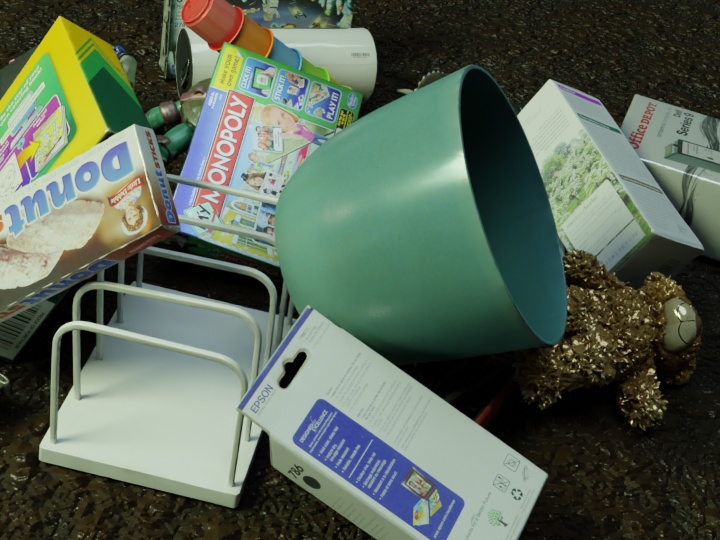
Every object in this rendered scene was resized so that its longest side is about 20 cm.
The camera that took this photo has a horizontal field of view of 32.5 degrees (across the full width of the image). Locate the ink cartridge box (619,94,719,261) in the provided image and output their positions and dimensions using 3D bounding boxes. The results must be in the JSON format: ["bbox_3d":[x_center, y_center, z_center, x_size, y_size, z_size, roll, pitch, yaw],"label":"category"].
[{"bbox_3d":[0.340,-0.084,1.211,0.200,0.084,0.146,19,35,12],"label":"ink cartridge box"}]

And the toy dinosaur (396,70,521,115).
[{"bbox_3d":[0.125,-0.154,1.257,0.200,0.077,0.102,13,42,8],"label":"toy dinosaur"}]

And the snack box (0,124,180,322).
[{"bbox_3d":[-0.208,-0.022,0.818,0.024,0.200,0.072,10,60,-60],"label":"snack box"}]

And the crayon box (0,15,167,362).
[{"bbox_3d":[-0.242,-0.063,0.923,0.058,0.200,0.173,27,21,-39],"label":"crayon box"}]

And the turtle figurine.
[{"bbox_3d":[-0.140,-0.123,1.128,0.149,0.101,0.200,17,41,8],"label":"turtle figurine"}]

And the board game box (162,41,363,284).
[{"bbox_3d":[-0.082,-0.091,1.059,0.134,0.029,0.200,19,59,-12],"label":"board game box"}]

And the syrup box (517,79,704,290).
[{"bbox_3d":[0.212,-0.073,1.111,0.081,0.079,0.200,13,40,-41],"label":"syrup box"}]

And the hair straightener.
[{"bbox_3d":[0.076,0.084,0.932,0.077,0.041,0.200,34,40,14],"label":"hair straightener"}]

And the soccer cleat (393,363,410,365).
[{"bbox_3d":[0.000,0.000,1.017,0.081,0.068,0.200,-3,40,-16],"label":"soccer cleat"}]

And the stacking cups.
[{"bbox_3d":[-0.084,-0.202,1.180,0.200,0.061,0.061,36,13,-44],"label":"stacking cups"}]

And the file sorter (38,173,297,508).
[{"bbox_3d":[-0.124,0.041,0.874,0.139,0.125,0.200,13,36,3],"label":"file sorter"}]

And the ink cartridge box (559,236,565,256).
[{"bbox_3d":[0.092,-0.053,1.069,0.200,0.041,0.200,33,33,-14],"label":"ink cartridge box"}]

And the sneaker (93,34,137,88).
[{"bbox_3d":[-0.253,-0.146,1.105,0.080,0.115,0.200,14,35,5],"label":"sneaker"}]

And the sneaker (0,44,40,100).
[{"bbox_3d":[-0.350,-0.166,1.143,0.099,0.071,0.200,16,39,-2],"label":"sneaker"}]

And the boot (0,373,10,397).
[{"bbox_3d":[-0.358,0.076,0.813,0.174,0.069,0.200,40,51,23],"label":"boot"}]

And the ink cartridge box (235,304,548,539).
[{"bbox_3d":[0.018,0.119,0.806,0.200,0.039,0.099,37,54,-1],"label":"ink cartridge box"}]

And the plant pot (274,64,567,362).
[{"bbox_3d":[0.036,-0.025,0.875,0.161,0.201,0.201,-16,29,21],"label":"plant pot"}]

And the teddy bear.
[{"bbox_3d":[0.194,0.050,0.966,0.200,0.067,0.145,13,53,-20],"label":"teddy bear"}]

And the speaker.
[{"bbox_3d":[-0.088,-0.210,1.272,0.200,0.081,0.081,-4,38,-20],"label":"speaker"}]

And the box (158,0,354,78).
[{"bbox_3d":[-0.107,-0.270,1.301,0.200,0.137,0.040,-3,35,-19],"label":"box"}]
